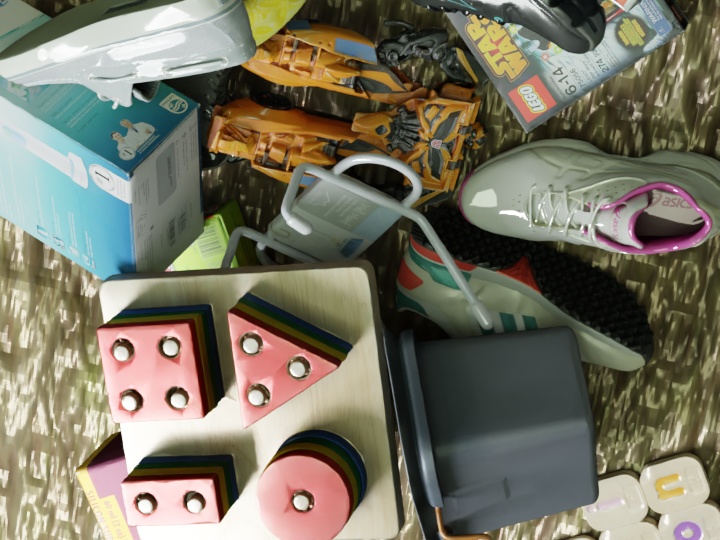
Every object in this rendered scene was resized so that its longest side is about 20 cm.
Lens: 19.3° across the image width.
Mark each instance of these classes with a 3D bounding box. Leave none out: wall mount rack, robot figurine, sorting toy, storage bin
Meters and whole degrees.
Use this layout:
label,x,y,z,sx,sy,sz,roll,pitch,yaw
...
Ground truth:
label,x,y,z,sx,sy,sz,roll,pitch,yaw
wall mount rack,0.000,0.000,1.528,0.173,0.075,0.200,25,148,-16
robot figurine,-0.003,-0.112,1.514,0.199,0.058,0.145,11,114,-10
sorting toy,-0.082,0.103,1.474,0.198,0.070,0.201,-3,105,15
storage bin,0.100,0.124,1.511,0.134,0.200,0.146,-11,63,3

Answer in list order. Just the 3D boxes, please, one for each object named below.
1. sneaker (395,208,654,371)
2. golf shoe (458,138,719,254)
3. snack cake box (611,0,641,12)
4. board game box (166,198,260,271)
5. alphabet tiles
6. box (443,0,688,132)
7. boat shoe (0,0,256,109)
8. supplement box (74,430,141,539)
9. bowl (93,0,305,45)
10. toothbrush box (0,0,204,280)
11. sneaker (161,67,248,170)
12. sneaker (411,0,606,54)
label,x,y,z,sx,sy,sz,roll,pitch,yaw
sneaker,0.117,0.034,1.560,0.199,0.070,0.094,25,128,3
golf shoe,0.165,-0.049,1.500,0.199,0.092,0.076,-1,109,12
snack cake box,0.137,-0.279,1.405,0.200,0.067,0.115,38,112,4
board game box,-0.112,0.056,1.623,0.101,0.048,0.201,-16,102,18
alphabet tiles,0.245,0.240,1.611,0.195,0.015,0.201,-19,101,18
box,0.120,-0.217,1.489,0.137,0.040,0.200,-33,97,21
boat shoe,-0.158,-0.143,1.411,0.200,0.070,0.072,-10,116,32
supplement box,-0.095,0.156,1.577,0.199,0.086,0.111,-19,101,18
bowl,-0.124,-0.252,1.449,0.200,0.108,0.201,-10,68,26
toothbrush box,-0.216,-0.093,1.525,0.200,0.085,0.147,29,147,19
sneaker,-0.101,-0.143,1.554,0.115,0.075,0.200,44,121,-7
sneaker,0.080,-0.208,1.451,0.200,0.075,0.079,40,125,7
